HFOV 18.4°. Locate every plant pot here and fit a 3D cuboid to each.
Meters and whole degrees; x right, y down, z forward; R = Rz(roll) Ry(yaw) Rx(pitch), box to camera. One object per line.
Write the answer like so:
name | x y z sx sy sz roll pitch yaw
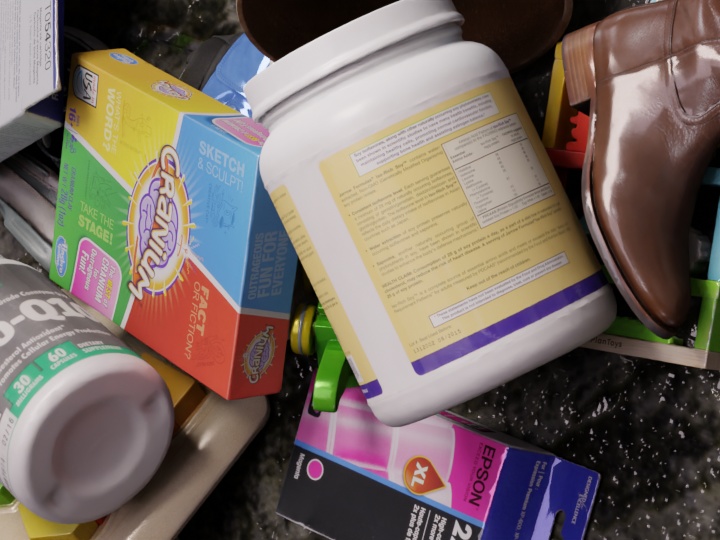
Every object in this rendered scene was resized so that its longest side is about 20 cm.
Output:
plant pot | 0.025 -0.233 1.270 0.187 0.187 0.200 -20 57 36

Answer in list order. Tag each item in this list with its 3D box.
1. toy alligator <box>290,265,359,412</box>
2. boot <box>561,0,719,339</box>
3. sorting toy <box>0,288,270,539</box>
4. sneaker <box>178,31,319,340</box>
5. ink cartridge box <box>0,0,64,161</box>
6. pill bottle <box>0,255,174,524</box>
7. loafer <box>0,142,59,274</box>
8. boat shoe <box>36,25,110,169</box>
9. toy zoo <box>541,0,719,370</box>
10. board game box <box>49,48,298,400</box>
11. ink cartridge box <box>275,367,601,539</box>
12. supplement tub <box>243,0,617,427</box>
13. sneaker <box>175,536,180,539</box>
toy alligator | 0.000 0.000 1.325 0.059 0.054 0.200 5 64 11
boot | 0.209 -0.079 1.140 0.200 0.064 0.187 -21 75 30
sorting toy | -0.182 0.109 1.417 0.200 0.036 0.185 26 68 36
sneaker | -0.074 -0.054 1.374 0.111 0.077 0.200 -2 80 33
ink cartridge box | -0.226 -0.176 1.432 0.200 0.043 0.197 -19 67 51
pill bottle | -0.212 0.062 1.373 0.200 0.113 0.113 34 107 43
loafer | -0.231 -0.069 1.522 0.063 0.072 0.200 -46 64 4
boat shoe | -0.188 -0.100 1.479 0.072 0.068 0.200 -52 57 22
toy zoo | 0.156 -0.053 1.226 0.131 0.020 0.201 9 90 39
board game box | -0.112 -0.032 1.329 0.200 0.040 0.153 29 118 45
ink cartridge box | 0.041 0.130 1.292 0.200 0.037 0.095 19 97 37
supplement tub | 0.034 -0.033 1.185 0.145 0.145 0.200 -26 89 34
sneaker | -0.165 0.201 1.436 0.200 0.076 0.088 41 122 41
